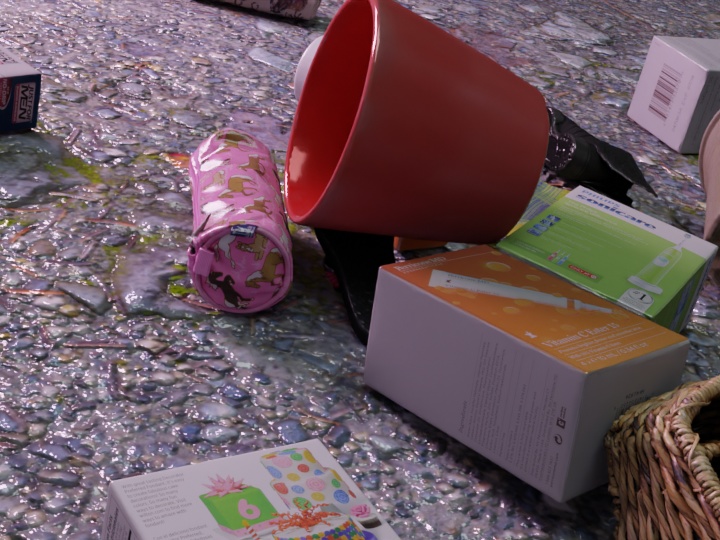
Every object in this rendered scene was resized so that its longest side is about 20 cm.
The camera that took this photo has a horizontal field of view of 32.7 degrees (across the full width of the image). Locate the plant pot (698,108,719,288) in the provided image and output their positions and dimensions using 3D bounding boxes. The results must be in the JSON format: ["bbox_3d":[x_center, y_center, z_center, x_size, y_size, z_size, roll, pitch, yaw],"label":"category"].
[{"bbox_3d":[0.424,-0.061,1.233,0.198,0.202,0.184,21,40,13],"label":"plant pot"}]

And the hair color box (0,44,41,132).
[{"bbox_3d":[-0.408,-0.165,1.136,0.199,0.061,0.100,-17,41,-44],"label":"hair color box"}]

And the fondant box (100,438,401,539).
[{"bbox_3d":[-0.040,0.185,0.678,0.143,0.059,0.200,-6,35,-34],"label":"fondant box"}]

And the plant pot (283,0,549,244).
[{"bbox_3d":[0.049,-0.113,1.034,0.175,0.202,0.201,15,26,-20],"label":"plant pot"}]

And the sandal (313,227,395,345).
[{"bbox_3d":[0.000,0.000,1.061,0.074,0.045,0.201,0,45,-15],"label":"sandal"}]

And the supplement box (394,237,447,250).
[{"bbox_3d":[0.013,-0.098,1.208,0.068,0.067,0.200,-8,36,-36],"label":"supplement box"}]

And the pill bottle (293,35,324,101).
[{"bbox_3d":[0.030,-0.180,1.320,0.199,0.110,0.108,28,31,24],"label":"pill bottle"}]

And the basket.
[{"bbox_3d":[0.276,0.130,0.778,0.198,0.145,0.149,0,-12,-24],"label":"basket"}]

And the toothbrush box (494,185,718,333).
[{"bbox_3d":[0.210,0.013,1.079,0.144,0.087,0.200,26,31,21],"label":"toothbrush box"}]

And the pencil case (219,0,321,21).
[{"bbox_3d":[-0.147,-0.399,1.664,0.197,0.078,0.090,12,49,-5],"label":"pencil case"}]

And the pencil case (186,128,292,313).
[{"bbox_3d":[-0.105,-0.046,1.045,0.082,0.087,0.201,-21,30,5],"label":"pencil case"}]

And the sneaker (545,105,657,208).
[{"bbox_3d":[0.258,-0.123,1.383,0.103,0.060,0.200,22,18,-15],"label":"sneaker"}]

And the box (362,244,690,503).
[{"bbox_3d":[0.116,0.066,0.893,0.123,0.099,0.199,-12,28,-42],"label":"box"}]

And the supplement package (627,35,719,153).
[{"bbox_3d":[0.475,-0.230,1.614,0.198,0.118,0.117,-3,32,-29],"label":"supplement package"}]

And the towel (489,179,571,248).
[{"bbox_3d":[0.158,-0.066,1.265,0.143,0.023,0.199,26,30,23],"label":"towel"}]
